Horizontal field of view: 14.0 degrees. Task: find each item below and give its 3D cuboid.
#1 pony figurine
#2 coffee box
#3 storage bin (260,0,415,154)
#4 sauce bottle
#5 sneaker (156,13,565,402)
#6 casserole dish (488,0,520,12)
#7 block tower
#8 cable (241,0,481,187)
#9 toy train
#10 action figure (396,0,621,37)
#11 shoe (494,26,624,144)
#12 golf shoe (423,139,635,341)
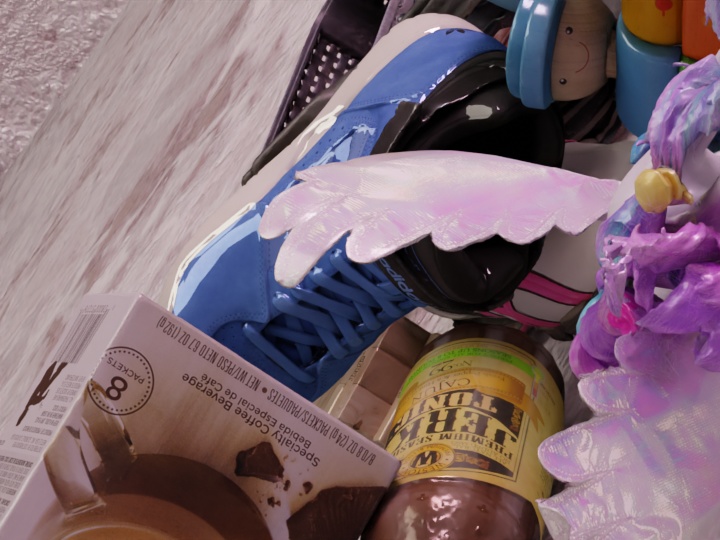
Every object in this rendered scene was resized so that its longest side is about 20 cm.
[{"bbox_3d":[0.097,-0.011,0.866,0.193,0.167,0.200,-11,-34,-48],"label":"pony figurine"},{"bbox_3d":[-0.090,0.121,0.992,0.200,0.113,0.080,-60,16,-11],"label":"coffee box"},{"bbox_3d":[0.028,-0.095,1.479,0.135,0.094,0.200,-49,14,41],"label":"storage bin"},{"bbox_3d":[0.034,0.087,1.025,0.065,0.065,0.200,-53,9,25],"label":"sauce bottle"},{"bbox_3d":[-0.001,-0.001,1.090,0.200,0.077,0.111,-50,27,1],"label":"sneaker"},{"bbox_3d":[0.104,-0.160,1.036,0.121,0.039,0.200,-33,-18,-40],"label":"casserole dish"},{"bbox_3d":[0.002,0.056,1.297,0.058,0.054,0.200,-60,12,-11],"label":"block tower"},{"bbox_3d":[0.015,-0.067,1.194,0.200,0.050,0.097,-44,-3,20],"label":"cable"},{"bbox_3d":[0.106,-0.119,0.963,0.200,0.116,0.085,85,-160,-48],"label":"toy train"},{"bbox_3d":[0.090,-0.181,1.212,0.193,0.105,0.200,24,78,38],"label":"action figure"},{"bbox_3d":[0.110,-0.117,1.275,0.200,0.071,0.091,-44,37,9],"label":"shoe"},{"bbox_3d":[0.057,-0.018,1.159,0.073,0.092,0.200,-60,13,-21],"label":"golf shoe"}]
